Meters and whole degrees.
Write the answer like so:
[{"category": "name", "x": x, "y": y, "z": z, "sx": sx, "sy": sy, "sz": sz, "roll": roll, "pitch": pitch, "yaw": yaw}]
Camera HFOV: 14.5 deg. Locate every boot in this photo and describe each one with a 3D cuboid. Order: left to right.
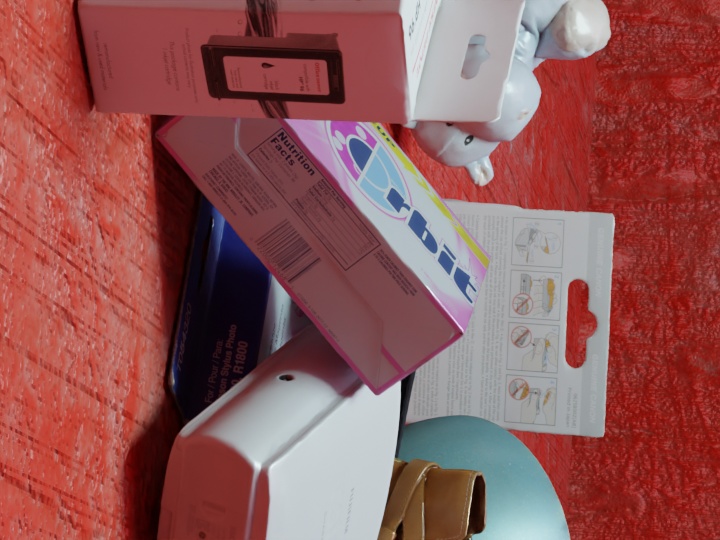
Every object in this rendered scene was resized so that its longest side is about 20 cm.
[{"category": "boot", "x": 0.001, "y": 0.209, "z": 1.729, "sx": 0.074, "sy": 0.154, "sz": 0.201, "roll": -6, "pitch": 97, "yaw": -72}]

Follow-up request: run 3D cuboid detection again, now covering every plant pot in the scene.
[{"category": "plant pot", "x": 0.020, "y": 0.196, "z": 1.844, "sx": 0.135, "sy": 0.200, "sz": 0.201, "roll": 0, "pitch": 93, "yaw": -42}]

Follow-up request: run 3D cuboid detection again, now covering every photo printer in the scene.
[{"category": "photo printer", "x": -0.041, "y": 0.127, "z": 1.575, "sx": 0.200, "sy": 0.069, "sz": 0.167, "roll": -39, "pitch": 142, "yaw": -58}]

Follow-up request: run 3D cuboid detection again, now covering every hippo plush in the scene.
[{"category": "hippo plush", "x": 0.081, "y": -0.169, "z": 2.246, "sx": 0.200, "sy": 0.159, "sz": 0.161, "roll": -32, "pitch": -160, "yaw": 51}]

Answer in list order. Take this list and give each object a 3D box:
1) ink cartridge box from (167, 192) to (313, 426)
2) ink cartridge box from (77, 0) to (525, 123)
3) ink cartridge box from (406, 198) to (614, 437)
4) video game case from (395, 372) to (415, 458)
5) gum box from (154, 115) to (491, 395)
[{"category": "ink cartridge box", "x": -0.062, "y": 0.028, "z": 1.671, "sx": 0.200, "sy": 0.043, "sz": 0.197, "roll": 77, "pitch": 19, "yaw": -61}, {"category": "ink cartridge box", "x": -0.025, "y": -0.132, "z": 1.385, "sx": 0.116, "sy": 0.199, "sz": 0.068, "roll": -76, "pitch": 165, "yaw": -49}, {"category": "ink cartridge box", "x": 0.082, "y": 0.032, "z": 2.014, "sx": 0.057, "sy": 0.199, "sz": 0.163, "roll": -16, "pitch": 109, "yaw": -77}, {"category": "video game case", "x": 0.000, "y": 0.000, "z": 1.759, "sx": 0.181, "sy": 0.025, "sz": 0.200, "roll": 100, "pitch": -20, "yaw": -56}, {"category": "gum box", "x": -0.021, "y": -0.044, "z": 1.552, "sx": 0.200, "sy": 0.066, "sz": 0.114, "roll": 50, "pitch": 22, "yaw": -11}]
